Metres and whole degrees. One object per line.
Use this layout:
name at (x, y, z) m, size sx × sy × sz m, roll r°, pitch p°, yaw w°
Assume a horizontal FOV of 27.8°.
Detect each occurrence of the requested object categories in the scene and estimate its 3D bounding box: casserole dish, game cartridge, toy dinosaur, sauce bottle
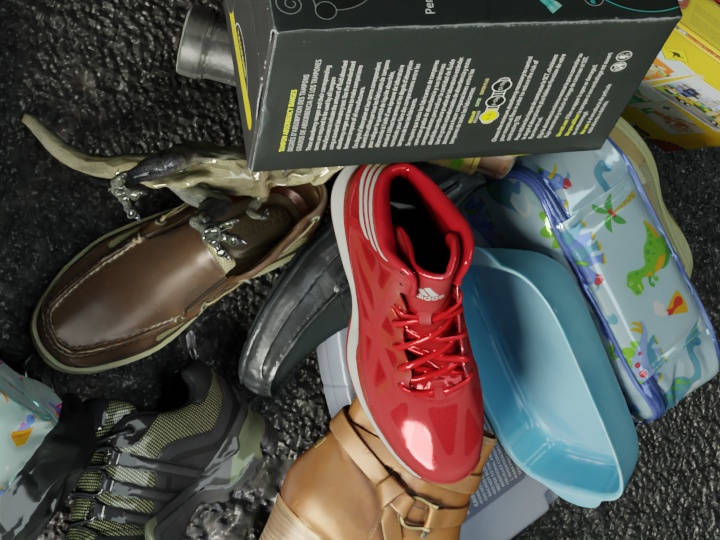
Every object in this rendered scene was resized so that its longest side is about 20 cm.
casserole dish at (0.115, 0.061, 0.927) m, size 0.039 × 0.121 × 0.201 m, roll -37°, pitch 113°, yaw -27°
game cartridge at (0.050, 0.100, 0.982) m, size 0.133 × 0.041 × 0.201 m, roll -31°, pitch 105°, yaw -32°
toy dinosaur at (-0.100, -0.052, 0.825) m, size 0.199 × 0.088 × 0.048 m, roll 6°, pitch 122°, yaw -3°
sauce bottle at (-0.004, -0.105, 0.827) m, size 0.199 × 0.065 × 0.065 m, roll 15°, pitch 80°, yaw -1°

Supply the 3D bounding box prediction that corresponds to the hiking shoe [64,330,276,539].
hiking shoe at (-0.144, 0.127, 0.848) m, size 0.101 × 0.076 × 0.200 m, roll 52°, pitch 55°, yaw -11°

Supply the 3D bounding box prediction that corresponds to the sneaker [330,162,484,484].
sneaker at (0.031, 0.033, 0.818) m, size 0.078 × 0.116 × 0.201 m, roll -19°, pitch 95°, yaw -6°

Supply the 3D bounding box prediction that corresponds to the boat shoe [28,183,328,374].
boat shoe at (-0.103, -0.010, 0.859) m, size 0.202 × 0.075 × 0.075 m, roll -34°, pitch 89°, yaw -31°

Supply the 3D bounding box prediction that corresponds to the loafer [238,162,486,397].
loafer at (0.000, 0.000, 0.899) m, size 0.070 × 0.068 × 0.201 m, roll 36°, pitch 82°, yaw 11°

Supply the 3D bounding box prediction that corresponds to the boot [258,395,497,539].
boot at (0.045, 0.169, 0.915) m, size 0.199 × 0.074 × 0.155 m, roll 31°, pitch 95°, yaw -15°

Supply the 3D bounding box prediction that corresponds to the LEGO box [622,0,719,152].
LEGO box at (0.199, -0.161, 0.965) m, size 0.200 × 0.149 × 0.077 m, roll 28°, pitch 75°, yaw -29°

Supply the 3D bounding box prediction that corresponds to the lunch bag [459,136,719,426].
lunch bag at (0.140, 0.004, 0.968) m, size 0.082 × 0.161 × 0.201 m, roll -35°, pitch 105°, yaw -18°

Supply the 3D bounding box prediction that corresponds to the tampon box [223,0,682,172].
tampon box at (0.035, -0.149, 0.747) m, size 0.199 × 0.126 × 0.151 m, roll -4°, pitch 64°, yaw -13°

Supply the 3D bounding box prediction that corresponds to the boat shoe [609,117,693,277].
boat shoe at (0.175, -0.039, 1.025) m, size 0.201 × 0.073 × 0.063 m, roll 56°, pitch 39°, yaw -33°

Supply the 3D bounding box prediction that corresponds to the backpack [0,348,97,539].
backpack at (-0.249, 0.078, 0.745) m, size 0.200 × 0.126 × 0.167 m, roll 42°, pitch 72°, yaw -20°
